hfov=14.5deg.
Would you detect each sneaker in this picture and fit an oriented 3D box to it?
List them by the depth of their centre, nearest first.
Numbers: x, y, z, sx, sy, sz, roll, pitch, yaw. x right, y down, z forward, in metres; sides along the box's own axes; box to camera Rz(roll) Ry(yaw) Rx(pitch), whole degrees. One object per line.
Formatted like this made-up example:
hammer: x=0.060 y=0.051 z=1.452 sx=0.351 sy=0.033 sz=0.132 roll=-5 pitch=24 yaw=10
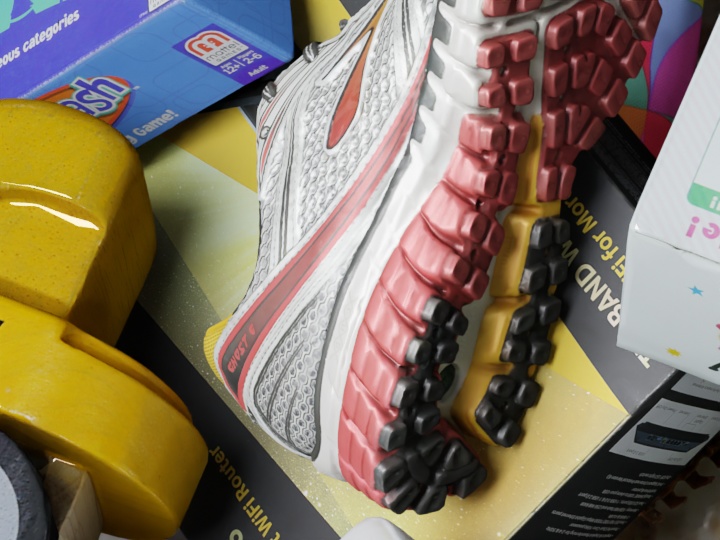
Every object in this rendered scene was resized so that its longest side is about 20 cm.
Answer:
sneaker: x=0.013 y=-0.047 z=0.688 sx=0.082 sy=0.078 sz=0.200 roll=22 pitch=94 yaw=34

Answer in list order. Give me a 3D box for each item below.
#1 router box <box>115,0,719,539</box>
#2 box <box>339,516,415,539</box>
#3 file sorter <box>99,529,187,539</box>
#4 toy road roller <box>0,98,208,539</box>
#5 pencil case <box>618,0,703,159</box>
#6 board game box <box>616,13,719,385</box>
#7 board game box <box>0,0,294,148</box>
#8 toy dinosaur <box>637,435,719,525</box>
router box: x=0.000 y=0.000 z=0.769 sx=0.157 sy=0.052 sz=0.200 roll=-48 pitch=59 yaw=18
box: x=0.034 y=0.211 z=0.674 sx=0.171 sy=0.199 sz=0.200 roll=-43 pitch=37 yaw=5
file sorter: x=-0.127 y=0.127 z=0.839 sx=0.200 sy=0.125 sz=0.139 roll=42 pitch=132 yaw=18
toy road roller: x=-0.135 y=0.020 z=0.729 sx=0.200 sy=0.123 sz=0.146 roll=21 pitch=71 yaw=7
pencil case: x=0.056 y=-0.042 z=0.817 sx=0.088 sy=0.088 sz=0.200 roll=6 pitch=88 yaw=34
board game box: x=0.164 y=-0.052 z=0.668 sx=0.148 sy=0.064 sz=0.200 roll=21 pitch=65 yaw=11
board game box: x=-0.091 y=-0.120 z=0.812 sx=0.152 sy=0.045 sz=0.200 roll=-28 pitch=52 yaw=34
toy dinosaur: x=0.162 y=0.015 z=0.754 sx=0.200 sy=0.102 sz=0.136 roll=-50 pitch=40 yaw=36
